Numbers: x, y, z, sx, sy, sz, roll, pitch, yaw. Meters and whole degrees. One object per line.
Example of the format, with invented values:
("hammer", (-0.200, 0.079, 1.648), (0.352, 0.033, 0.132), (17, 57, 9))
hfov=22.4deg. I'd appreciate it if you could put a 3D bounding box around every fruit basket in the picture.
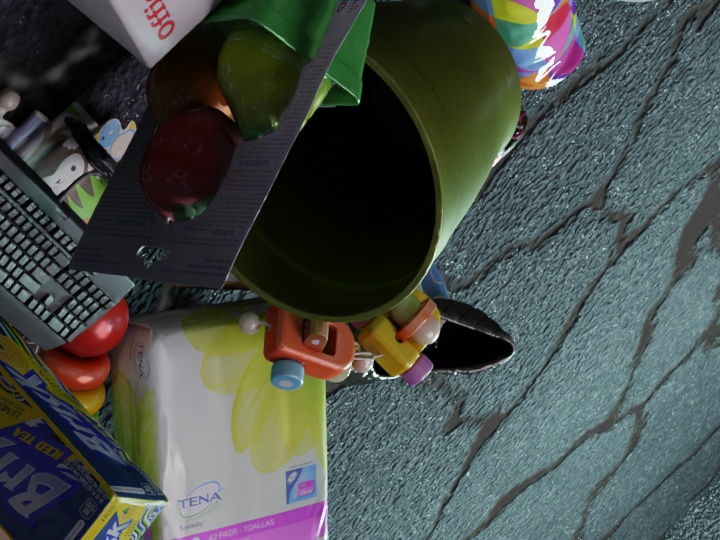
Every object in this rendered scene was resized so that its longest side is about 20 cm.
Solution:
("fruit basket", (-0.076, -0.080, 1.026), (0.093, 0.185, 0.201), (28, 77, -33))

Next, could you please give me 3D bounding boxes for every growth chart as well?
("growth chart", (-0.191, -0.038, 1.111), (0.145, 0.018, 0.200), (-53, 147, 4))

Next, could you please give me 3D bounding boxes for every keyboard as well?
("keyboard", (-0.187, -0.031, 1.089), (0.127, 0.021, 0.200), (-47, 148, -6))

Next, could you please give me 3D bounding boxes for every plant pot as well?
("plant pot", (0.011, -0.095, 1.215), (0.193, 0.200, 0.201), (-37, 157, -51))

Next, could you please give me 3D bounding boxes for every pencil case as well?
("pencil case", (0.121, -0.213, 1.331), (0.088, 0.088, 0.200), (-43, 157, -11))

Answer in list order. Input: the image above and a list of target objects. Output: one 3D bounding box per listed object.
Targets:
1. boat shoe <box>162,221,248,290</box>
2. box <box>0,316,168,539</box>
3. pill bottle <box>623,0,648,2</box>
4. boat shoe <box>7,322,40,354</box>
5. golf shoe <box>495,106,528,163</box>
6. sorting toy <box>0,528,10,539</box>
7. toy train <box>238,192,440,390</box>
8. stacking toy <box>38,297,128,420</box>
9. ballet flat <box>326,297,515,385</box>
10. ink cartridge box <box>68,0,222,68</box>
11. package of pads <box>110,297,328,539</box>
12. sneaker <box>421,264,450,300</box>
("boat shoe", (-0.068, -0.019, 1.315), (0.200, 0.070, 0.070), (6, 84, -59))
("box", (-0.209, 0.094, 1.083), (0.070, 0.200, 0.064), (-51, 156, 9))
("pill bottle", (0.197, -0.290, 1.302), (0.111, 0.111, 0.200), (-44, 156, -9))
("boat shoe", (-0.266, 0.118, 1.189), (0.201, 0.066, 0.072), (-51, 159, 9))
("golf shoe", (0.041, -0.080, 1.419), (0.199, 0.073, 0.092), (-28, 161, -21))
("sorting toy", (-0.315, 0.196, 1.157), (0.184, 0.037, 0.201), (11, 126, -15))
("toy train", (0.000, 0.000, 1.270), (0.056, 0.150, 0.201), (-37, -144, 47))
("stacking toy", (-0.210, 0.091, 1.247), (0.085, 0.085, 0.201), (-11, 131, -54))
("ballet flat", (0.038, 0.050, 1.338), (0.199, 0.057, 0.067), (-4, 102, -47))
("ink cartridge box", (-0.085, -0.226, 0.951), (0.200, 0.084, 0.145), (-45, 156, -8))
("package of pads", (-0.100, 0.124, 1.291), (0.154, 0.068, 0.202), (-8, 101, -36))
("sneaker", (0.022, 0.030, 1.489), (0.076, 0.077, 0.200), (-35, 176, -14))
